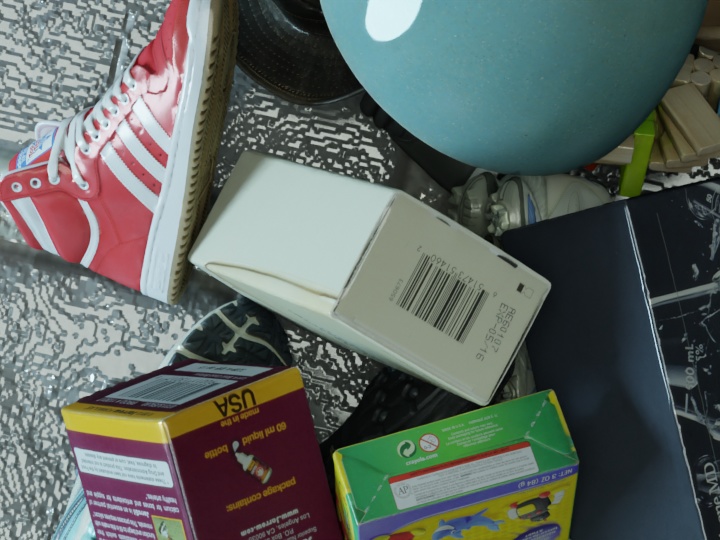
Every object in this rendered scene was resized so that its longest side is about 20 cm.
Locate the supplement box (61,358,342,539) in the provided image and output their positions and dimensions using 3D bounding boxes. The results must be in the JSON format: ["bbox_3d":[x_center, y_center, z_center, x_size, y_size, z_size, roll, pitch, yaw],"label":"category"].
[{"bbox_3d":[-0.068,0.153,1.304,0.085,0.110,0.201,-20,102,-31],"label":"supplement box"}]

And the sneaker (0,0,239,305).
[{"bbox_3d":[-0.131,-0.081,1.367,0.112,0.071,0.201,17,122,6],"label":"sneaker"}]

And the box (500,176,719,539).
[{"bbox_3d":[0.191,0.053,1.325,0.182,0.104,0.201,-13,89,-35],"label":"box"}]

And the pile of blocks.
[{"bbox_3d":[0.180,-0.076,1.365,0.199,0.062,0.082,-13,50,-18],"label":"pile of blocks"}]

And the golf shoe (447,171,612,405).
[{"bbox_3d":[0.098,0.043,1.387,0.097,0.078,0.201,-6,111,-33],"label":"golf shoe"}]

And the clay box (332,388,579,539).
[{"bbox_3d":[0.048,0.138,1.317,0.115,0.200,0.048,-15,60,-7],"label":"clay box"}]

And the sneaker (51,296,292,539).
[{"bbox_3d":[-0.114,0.097,1.392,0.078,0.086,0.200,44,67,-29],"label":"sneaker"}]

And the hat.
[{"bbox_3d":[-0.003,-0.189,1.357,0.200,0.081,0.201,-9,60,16],"label":"hat"}]

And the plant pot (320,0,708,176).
[{"bbox_3d":[0.095,-0.165,1.251,0.199,0.135,0.201,10,64,-23],"label":"plant pot"}]

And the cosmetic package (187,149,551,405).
[{"bbox_3d":[0.000,0.000,1.314,0.103,0.200,0.073,31,84,-24],"label":"cosmetic package"}]

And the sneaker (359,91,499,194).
[{"bbox_3d":[0.072,-0.142,1.389,0.099,0.071,0.200,31,95,-3],"label":"sneaker"}]

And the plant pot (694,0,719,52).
[{"bbox_3d":[0.244,-0.196,1.348,0.093,0.201,0.201,25,90,-31],"label":"plant pot"}]

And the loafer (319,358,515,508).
[{"bbox_3d":[0.021,0.101,1.367,0.070,0.068,0.201,31,122,-19],"label":"loafer"}]
